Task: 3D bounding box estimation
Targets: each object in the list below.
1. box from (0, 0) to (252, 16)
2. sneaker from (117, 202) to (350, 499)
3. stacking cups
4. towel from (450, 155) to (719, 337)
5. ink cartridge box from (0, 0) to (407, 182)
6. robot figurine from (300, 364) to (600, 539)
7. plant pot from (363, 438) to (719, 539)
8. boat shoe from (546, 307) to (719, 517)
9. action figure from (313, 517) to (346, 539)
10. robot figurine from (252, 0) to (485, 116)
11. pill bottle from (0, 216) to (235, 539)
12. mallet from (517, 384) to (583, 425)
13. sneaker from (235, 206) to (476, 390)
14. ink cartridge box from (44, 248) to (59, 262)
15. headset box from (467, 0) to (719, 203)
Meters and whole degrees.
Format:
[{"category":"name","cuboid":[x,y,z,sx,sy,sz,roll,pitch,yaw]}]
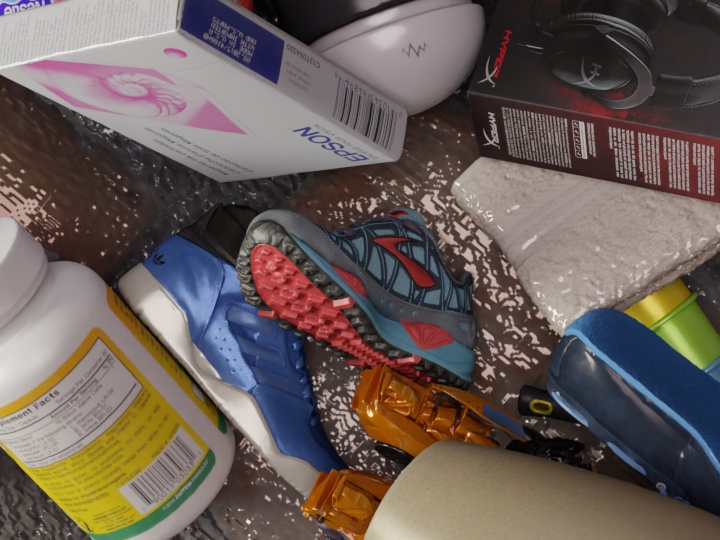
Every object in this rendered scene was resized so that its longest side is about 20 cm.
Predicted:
[{"category":"box","cuboid":[-0.169,-0.179,1.292,0.200,0.095,0.100,-3,90,37]},{"category":"sneaker","cuboid":[-0.045,0.048,1.328,0.111,0.077,0.200,-41,92,-2]},{"category":"stacking cups","cuboid":[0.215,0.079,1.311,0.060,0.061,0.200,-34,86,4]},{"category":"towel","cuboid":[0.171,-0.054,1.293,0.200,0.034,0.133,-31,60,-7]},{"category":"ink cartridge box","cuboid":[-0.109,-0.101,1.241,0.200,0.196,0.043,-7,68,39]},{"category":"robot figurine","cuboid":[0.072,0.146,1.292,0.200,0.058,0.145,29,71,-15]},{"category":"plant pot","cuboid":[0.105,0.180,1.163,0.200,0.187,0.187,31,93,24]},{"category":"boat shoe","cuboid":[0.192,0.105,1.228,0.200,0.084,0.069,47,132,20]},{"category":"action figure","cuboid":[-0.007,0.257,1.323,0.130,0.069,0.200,8,83,21]},{"category":"robot figurine","cuboid":[0.001,-0.190,1.306,0.150,0.125,0.200,-21,87,37]},{"category":"pill bottle","cuboid":[-0.174,0.067,1.284,0.113,0.113,0.200,-37,118,4]},{"category":"mallet","cuboid":[0.191,0.104,1.286,0.200,0.041,0.066,2,108,24]},{"category":"sneaker","cuboid":[0.000,0.000,1.286,0.079,0.200,0.096,-3,64,37]},{"category":"ink cartridge box","cuboid":[-0.284,0.061,1.356,0.115,0.068,0.200,22,91,5]},{"category":"headset box","cuboid":[0.181,-0.127,1.267,0.200,0.077,0.149,12,65,17]}]
